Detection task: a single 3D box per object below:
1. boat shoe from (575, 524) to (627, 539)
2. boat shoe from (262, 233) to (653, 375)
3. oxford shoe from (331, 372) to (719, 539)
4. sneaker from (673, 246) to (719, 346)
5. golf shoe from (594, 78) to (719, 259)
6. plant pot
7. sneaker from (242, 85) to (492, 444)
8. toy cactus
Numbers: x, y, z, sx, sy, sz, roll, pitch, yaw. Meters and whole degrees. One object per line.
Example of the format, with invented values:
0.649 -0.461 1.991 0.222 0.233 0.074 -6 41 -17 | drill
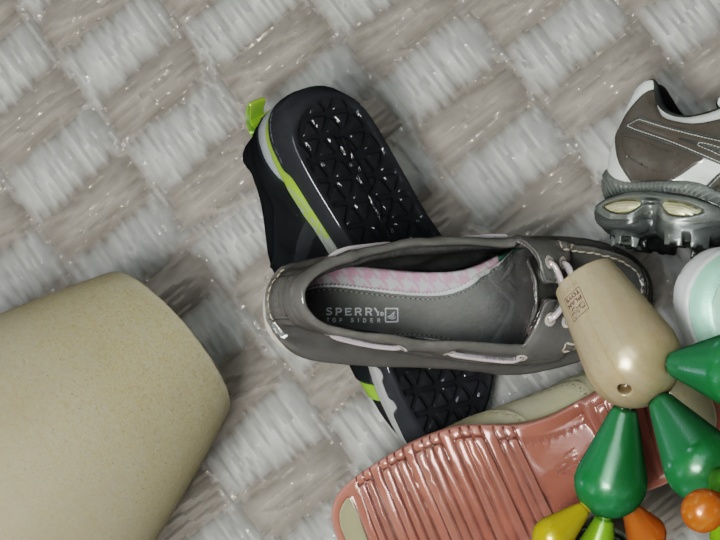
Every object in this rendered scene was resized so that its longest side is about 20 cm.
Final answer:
0.078 0.215 1.429 0.074 0.066 0.200 29 91 18 | boat shoe
0.053 0.016 1.428 0.199 0.057 0.067 -2 83 -15 | boat shoe
0.083 0.094 1.446 0.199 0.074 0.071 -18 99 9 | oxford shoe
0.234 0.056 1.351 0.200 0.118 0.074 44 77 0 | sneaker
0.212 -0.050 1.424 0.199 0.078 0.095 5 83 17 | golf shoe
-0.166 0.099 1.469 0.200 0.188 0.187 -40 71 -18 | plant pot
0.000 0.000 1.497 0.083 0.071 0.201 -25 87 57 | sneaker
0.134 0.073 1.345 0.166 0.102 0.200 60 141 21 | toy cactus
